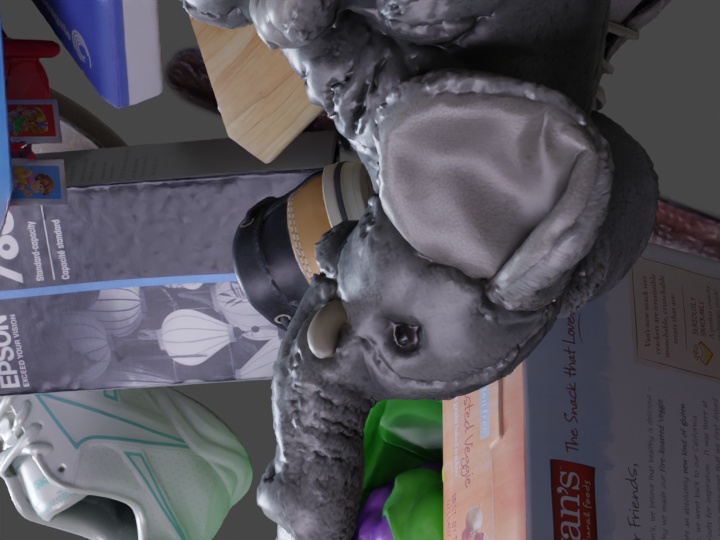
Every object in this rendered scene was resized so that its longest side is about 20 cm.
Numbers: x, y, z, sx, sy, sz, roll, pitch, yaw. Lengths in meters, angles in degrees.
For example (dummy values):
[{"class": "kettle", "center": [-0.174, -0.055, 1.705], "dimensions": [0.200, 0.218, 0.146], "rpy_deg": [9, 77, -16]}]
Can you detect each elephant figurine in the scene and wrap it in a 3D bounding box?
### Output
[{"class": "elephant figurine", "center": [0.033, -0.026, 0.880], "dimensions": [0.155, 0.141, 0.201], "rpy_deg": [-22, 86, 52]}]

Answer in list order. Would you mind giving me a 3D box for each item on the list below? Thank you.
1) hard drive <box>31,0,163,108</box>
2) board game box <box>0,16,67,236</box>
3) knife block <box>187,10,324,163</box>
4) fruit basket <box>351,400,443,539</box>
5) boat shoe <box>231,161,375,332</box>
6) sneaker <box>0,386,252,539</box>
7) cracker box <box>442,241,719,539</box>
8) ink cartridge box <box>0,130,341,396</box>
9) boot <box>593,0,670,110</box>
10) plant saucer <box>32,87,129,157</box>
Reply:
[{"class": "hard drive", "center": [-0.113, -0.172, 0.988], "dimensions": [0.132, 0.025, 0.200], "rpy_deg": [53, 155, 35]}, {"class": "board game box", "center": [-0.152, -0.078, 1.075], "dimensions": [0.039, 0.201, 0.158], "rpy_deg": [1, 168, -29]}, {"class": "knife block", "center": [0.017, -0.125, 0.979], "dimensions": [0.175, 0.064, 0.200], "rpy_deg": [9, 136, 26]}, {"class": "fruit basket", "center": [0.078, 0.119, 1.156], "dimensions": [0.215, 0.156, 0.216], "rpy_deg": [21, 158, 9]}, {"class": "boat shoe", "center": [0.000, 0.000, 1.059], "dimensions": [0.062, 0.200, 0.075], "rpy_deg": [-21, 80, 11]}, {"class": "sneaker", "center": [-0.136, 0.060, 1.212], "dimensions": [0.200, 0.080, 0.070], "rpy_deg": [42, 142, -15]}, {"class": "cracker box", "center": [0.125, 0.068, 0.999], "dimensions": [0.199, 0.134, 0.058], "rpy_deg": [15, 152, -29]}, {"class": "ink cartridge box", "center": [-0.103, 0.000, 1.140], "dimensions": [0.199, 0.039, 0.100], "rpy_deg": [-4, 119, 6]}, {"class": "boot", "center": [0.077, -0.075, 0.956], "dimensions": [0.073, 0.096, 0.200], "rpy_deg": [11, 154, -25]}, {"class": "plant saucer", "center": [-0.156, -0.025, 1.219], "dimensions": [0.200, 0.037, 0.201], "rpy_deg": [16, 141, 14]}]
